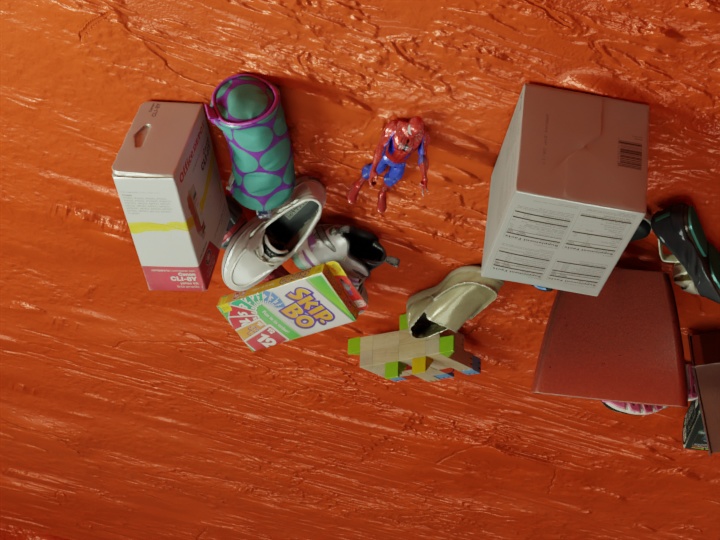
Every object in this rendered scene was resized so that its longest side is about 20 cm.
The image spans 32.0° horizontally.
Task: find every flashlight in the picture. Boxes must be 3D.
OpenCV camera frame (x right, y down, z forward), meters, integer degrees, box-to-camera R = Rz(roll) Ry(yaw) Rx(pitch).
[{"bbox_3d":[-0.142,-0.015,1.769,0.068,0.068,0.200,-26,115,42],"label":"flashlight"}]

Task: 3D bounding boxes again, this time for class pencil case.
[{"bbox_3d":[-0.132,-0.153,1.556,0.092,0.085,0.200,-17,150,-6],"label":"pencil case"}]

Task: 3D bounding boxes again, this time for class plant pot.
[{"bbox_3d":[0.340,0.089,1.709,0.199,0.177,0.200,4,175,9],"label":"plant pot"}]

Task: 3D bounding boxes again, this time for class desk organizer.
[{"bbox_3d":[0.549,0.184,1.897,0.077,0.072,0.200,-10,128,16],"label":"desk organizer"}]

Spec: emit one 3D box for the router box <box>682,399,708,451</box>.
[{"bbox_3d":[0.638,0.246,2.049,0.199,0.062,0.150,6,150,7],"label":"router box"}]

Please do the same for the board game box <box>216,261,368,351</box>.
[{"bbox_3d":[-0.095,0.051,1.760,0.199,0.030,0.096,-19,123,26],"label":"board game box"}]

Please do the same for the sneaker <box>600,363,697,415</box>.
[{"bbox_3d":[0.441,0.190,1.960,0.199,0.074,0.087,-6,166,-30],"label":"sneaker"}]

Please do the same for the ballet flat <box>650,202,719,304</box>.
[{"bbox_3d":[0.432,-0.016,1.644,0.073,0.073,0.200,-11,139,33],"label":"ballet flat"}]

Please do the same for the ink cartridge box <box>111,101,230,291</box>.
[{"bbox_3d":[-0.235,-0.093,1.592,0.083,0.145,0.200,2,137,11],"label":"ink cartridge box"}]

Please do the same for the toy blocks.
[{"bbox_3d":[0.099,0.137,2.011,0.199,0.100,0.137,-12,155,33],"label":"toy blocks"}]

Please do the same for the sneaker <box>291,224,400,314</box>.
[{"bbox_3d":[0.000,0.000,1.795,0.139,0.078,0.200,-7,147,28],"label":"sneaker"}]

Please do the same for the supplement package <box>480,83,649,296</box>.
[{"bbox_3d":[0.239,-0.091,1.483,0.150,0.152,0.200,10,151,-1],"label":"supplement package"}]

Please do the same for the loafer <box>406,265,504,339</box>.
[{"bbox_3d":[0.138,0.053,1.855,0.076,0.068,0.200,24,148,-24],"label":"loafer"}]

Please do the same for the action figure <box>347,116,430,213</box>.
[{"bbox_3d":[0.037,-0.115,1.567,0.065,0.099,0.200,15,148,-12],"label":"action figure"}]

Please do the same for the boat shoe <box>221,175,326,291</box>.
[{"bbox_3d":[-0.116,-0.038,1.686,0.072,0.066,0.200,40,111,-21],"label":"boat shoe"}]

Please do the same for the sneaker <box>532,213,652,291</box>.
[{"bbox_3d":[0.276,-0.023,1.633,0.199,0.112,0.073,0,151,16],"label":"sneaker"}]
